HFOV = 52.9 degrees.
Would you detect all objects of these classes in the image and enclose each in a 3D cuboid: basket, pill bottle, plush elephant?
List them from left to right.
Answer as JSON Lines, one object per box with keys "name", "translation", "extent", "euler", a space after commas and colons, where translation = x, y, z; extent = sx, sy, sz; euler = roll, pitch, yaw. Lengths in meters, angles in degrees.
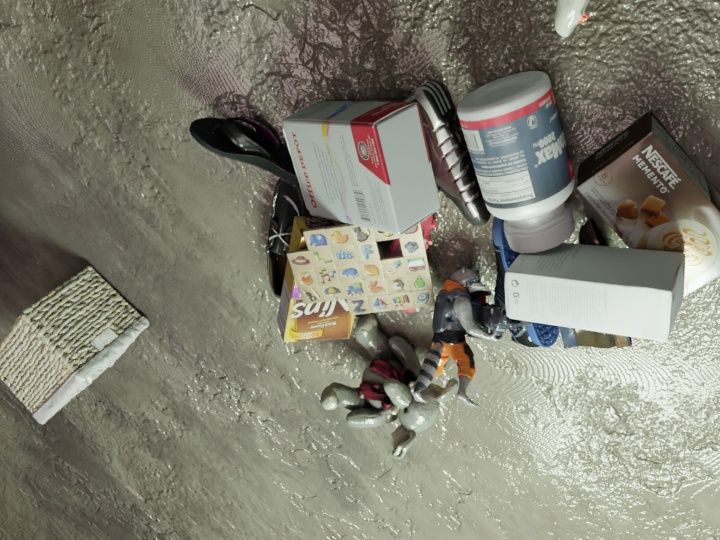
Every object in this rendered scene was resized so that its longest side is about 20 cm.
{"name": "basket", "translation": [-0.537, 0.135, 1.329], "extent": [0.161, 0.199, 0.199], "euler": [47, 125, -5]}
{"name": "plush elephant", "translation": [0.059, 0.195, 1.135], "extent": [0.199, 0.166, 0.154], "euler": [39, 168, -23]}
{"name": "pill bottle", "translation": [0.204, -0.133, 0.912], "extent": [0.117, 0.120, 0.203], "euler": [-10, 116, 27]}

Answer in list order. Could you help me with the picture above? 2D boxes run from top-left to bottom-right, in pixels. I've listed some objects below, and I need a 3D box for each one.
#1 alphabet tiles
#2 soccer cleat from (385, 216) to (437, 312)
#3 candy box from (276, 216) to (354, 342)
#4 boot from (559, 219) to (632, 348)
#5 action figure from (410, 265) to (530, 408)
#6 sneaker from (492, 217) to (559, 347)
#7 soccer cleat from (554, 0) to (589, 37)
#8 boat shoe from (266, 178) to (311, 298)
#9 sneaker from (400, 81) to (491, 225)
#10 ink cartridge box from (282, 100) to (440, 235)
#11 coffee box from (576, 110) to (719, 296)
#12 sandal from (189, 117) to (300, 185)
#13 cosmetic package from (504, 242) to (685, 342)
{"name": "alphabet tiles", "translation": [0.000, 0.000, 1.038], "extent": [0.195, 0.008, 0.169], "euler": [-7, 131, 10]}
{"name": "soccer cleat", "translation": [0.066, -0.028, 1.067], "extent": [0.075, 0.067, 0.203], "euler": [15, 126, 19]}
{"name": "candy box", "translation": [-0.057, 0.016, 1.113], "extent": [0.114, 0.057, 0.203], "euler": [-2, 128, -21]}
{"name": "boot", "translation": [0.305, 0.030, 0.995], "extent": [0.095, 0.075, 0.203], "euler": [-13, 116, 24]}
{"name": "action figure", "translation": [0.143, 0.087, 1.010], "extent": [0.103, 0.198, 0.199], "euler": [18, 165, -23]}
{"name": "sneaker", "translation": [0.216, 0.015, 1.027], "extent": [0.077, 0.069, 0.204], "euler": [-4, 105, 59]}
{"name": "soccer cleat", "translation": [0.246, -0.364, 0.794], "extent": [0.076, 0.069, 0.203], "euler": [23, 118, 13]}
{"name": "boat shoe", "translation": [-0.112, -0.052, 1.122], "extent": [0.070, 0.068, 0.204], "euler": [16, 122, 14]}
{"name": "sneaker", "translation": [0.097, -0.144, 0.987], "extent": [0.114, 0.076, 0.203], "euler": [-18, 102, 37]}
{"name": "ink cartridge box", "translation": [-0.002, -0.144, 0.962], "extent": [0.198, 0.082, 0.148], "euler": [17, 131, 49]}
{"name": "coffee box", "translation": [0.376, -0.078, 0.898], "extent": [0.200, 0.080, 0.114], "euler": [46, 125, -9]}
{"name": "sandal", "translation": [-0.151, -0.188, 1.054], "extent": [0.197, 0.076, 0.048], "euler": [21, 132, -2]}
{"name": "cosmetic package", "translation": [0.288, 0.021, 0.894], "extent": [0.197, 0.101, 0.075], "euler": [9, 122, 32]}
